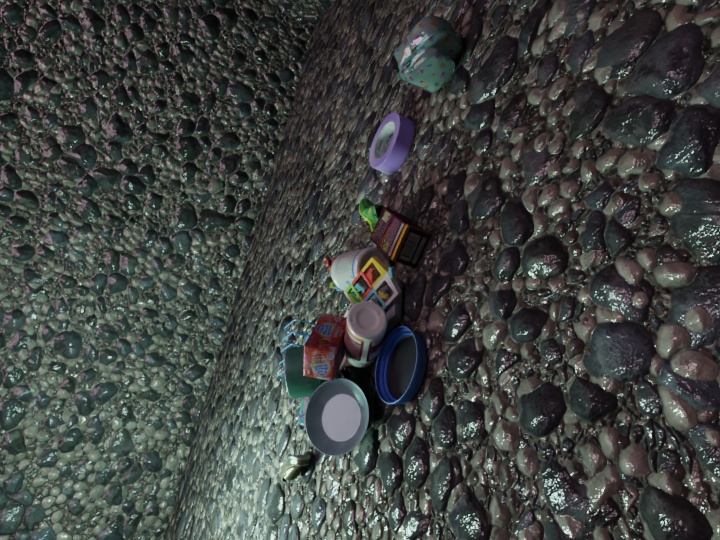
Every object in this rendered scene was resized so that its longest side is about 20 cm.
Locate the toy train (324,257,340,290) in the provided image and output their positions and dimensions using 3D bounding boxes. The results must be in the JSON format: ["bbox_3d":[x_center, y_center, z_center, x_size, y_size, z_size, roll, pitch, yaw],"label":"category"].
[{"bbox_3d":[-0.095,0.014,1.904,0.199,0.083,0.119,0,86,64],"label":"toy train"}]

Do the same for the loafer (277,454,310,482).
[{"bbox_3d":[-0.220,0.666,1.727,0.200,0.074,0.071,-47,45,50],"label":"loafer"}]

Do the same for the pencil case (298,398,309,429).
[{"bbox_3d":[-0.151,0.427,1.716,0.083,0.092,0.204,-3,65,28],"label":"pencil case"}]

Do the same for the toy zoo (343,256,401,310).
[{"bbox_3d":[0.040,0.053,1.485,0.132,0.020,0.201,53,130,18],"label":"toy zoo"}]

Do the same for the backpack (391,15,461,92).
[{"bbox_3d":[0.217,-0.676,1.612,0.201,0.173,0.155,-50,49,36],"label":"backpack"}]

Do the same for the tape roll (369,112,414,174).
[{"bbox_3d":[0.108,-0.444,1.802,0.200,0.065,0.204,-43,38,46],"label":"tape roll"}]

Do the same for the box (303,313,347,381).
[{"bbox_3d":[-0.096,0.219,1.500,0.201,0.093,0.102,-62,-21,-65],"label":"box"}]

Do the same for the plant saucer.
[{"bbox_3d":[-0.059,0.402,1.412,0.197,0.039,0.206,-10,66,22],"label":"plant saucer"}]

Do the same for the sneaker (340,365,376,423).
[{"bbox_3d":[-0.015,0.359,1.473,0.077,0.089,0.202,-55,30,26],"label":"sneaker"}]

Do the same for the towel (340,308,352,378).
[{"bbox_3d":[-0.043,0.238,1.699,0.146,0.022,0.201,-63,24,22],"label":"towel"}]

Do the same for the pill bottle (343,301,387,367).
[{"bbox_3d":[0.010,0.186,1.445,0.202,0.111,0.116,100,172,-54],"label":"pill bottle"}]

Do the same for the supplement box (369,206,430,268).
[{"bbox_3d":[0.113,-0.101,1.527,0.112,0.084,0.200,-65,26,13],"label":"supplement box"}]

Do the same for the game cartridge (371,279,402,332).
[{"bbox_3d":[0.062,0.123,1.541,0.199,0.040,0.136,-35,39,53],"label":"game cartridge"}]

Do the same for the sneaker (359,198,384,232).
[{"bbox_3d":[0.057,-0.189,1.730,0.085,0.073,0.201,-61,36,26],"label":"sneaker"}]

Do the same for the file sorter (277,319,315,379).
[{"bbox_3d":[-0.225,0.303,1.913,0.138,0.121,0.204,-38,41,51],"label":"file sorter"}]

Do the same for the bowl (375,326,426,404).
[{"bbox_3d":[0.106,0.251,1.355,0.201,0.039,0.204,-44,36,45],"label":"bowl"}]

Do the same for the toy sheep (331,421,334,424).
[{"bbox_3d":[-0.079,0.412,1.521,0.137,0.135,0.204,-36,47,50],"label":"toy sheep"}]

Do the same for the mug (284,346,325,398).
[{"bbox_3d":[-0.163,0.310,1.602,0.185,0.111,0.156,-29,-69,-86],"label":"mug"}]

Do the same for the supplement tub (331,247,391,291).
[{"bbox_3d":[0.000,0.000,1.642,0.199,0.130,0.135,-9,64,64],"label":"supplement tub"}]
